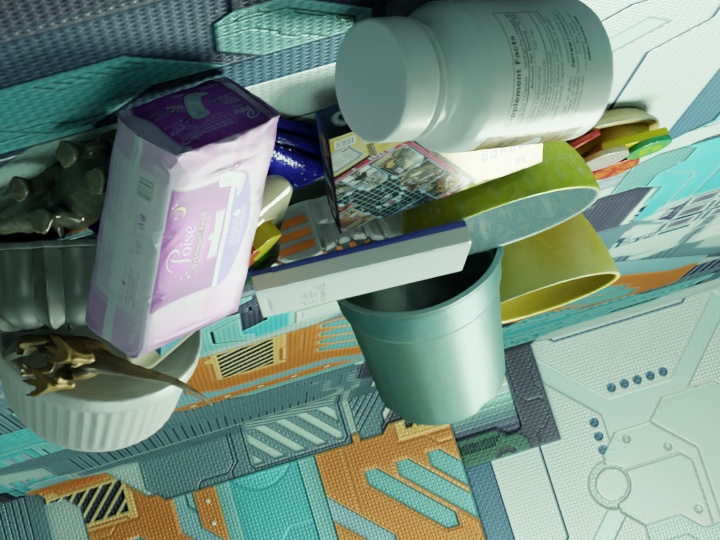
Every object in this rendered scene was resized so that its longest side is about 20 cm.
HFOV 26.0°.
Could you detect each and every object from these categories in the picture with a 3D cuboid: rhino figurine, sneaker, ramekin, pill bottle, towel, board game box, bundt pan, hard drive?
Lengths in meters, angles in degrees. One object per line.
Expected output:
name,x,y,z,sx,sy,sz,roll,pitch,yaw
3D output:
rhino figurine,-0.231,-0.061,1.249,0.087,0.060,0.199,-19,176,-45
sneaker,-0.015,-0.056,1.618,0.198,0.078,0.112,-14,180,-13
ramekin,-0.261,0.087,1.522,0.201,0.203,0.095,-11,137,-29
pill bottle,0.085,-0.147,1.173,0.199,0.115,0.114,-9,166,-37
towel,-0.136,-0.075,1.361,0.199,0.050,0.147,-23,169,27
board game box,0.064,-0.115,1.352,0.198,0.035,0.136,-19,146,-9
bundt pan,-0.268,0.016,1.396,0.200,0.077,0.202,-3,179,0
hard drive,0.000,0.000,1.453,0.198,0.026,0.132,-13,169,-3

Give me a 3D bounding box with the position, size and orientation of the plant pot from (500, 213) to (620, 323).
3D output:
plant pot,0.192,-0.030,1.852,0.198,0.143,0.200,-16,170,-3

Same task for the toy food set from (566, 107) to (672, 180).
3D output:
toy food set,0.236,-0.123,1.706,0.198,0.049,0.198,-14,168,-16

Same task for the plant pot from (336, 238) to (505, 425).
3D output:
plant pot,0.072,0.050,1.700,0.198,0.201,0.197,-17,131,-2

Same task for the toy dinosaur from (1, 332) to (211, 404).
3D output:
toy dinosaur,-0.239,0.079,1.381,0.198,0.061,0.106,15,-166,20

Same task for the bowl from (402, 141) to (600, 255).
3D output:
bowl,0.124,-0.093,1.522,0.198,0.109,0.200,-17,169,-3

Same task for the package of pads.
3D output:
package of pads,-0.138,-0.038,1.184,0.120,0.075,0.201,-27,143,-44

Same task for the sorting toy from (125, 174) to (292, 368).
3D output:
sorting toy,-0.132,0.011,1.379,0.185,0.037,0.200,-41,170,-14
